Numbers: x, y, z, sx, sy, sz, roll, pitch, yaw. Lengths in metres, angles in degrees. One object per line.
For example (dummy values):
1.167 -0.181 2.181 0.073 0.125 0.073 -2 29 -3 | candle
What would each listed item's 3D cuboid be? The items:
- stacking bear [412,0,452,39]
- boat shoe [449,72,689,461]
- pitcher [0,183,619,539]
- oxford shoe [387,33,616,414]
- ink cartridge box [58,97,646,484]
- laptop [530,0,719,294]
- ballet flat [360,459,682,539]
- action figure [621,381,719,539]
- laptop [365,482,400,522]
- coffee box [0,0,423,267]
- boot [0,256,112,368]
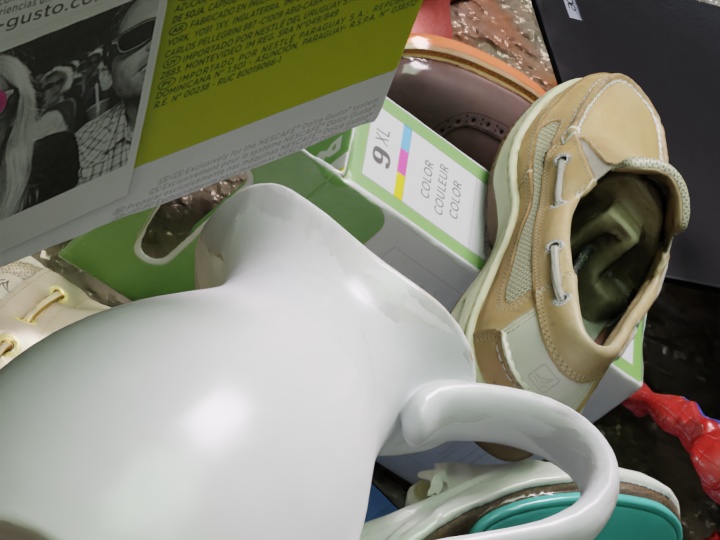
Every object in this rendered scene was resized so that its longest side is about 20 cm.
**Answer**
0.045 -0.206 1.242 0.113 0.200 0.122 33 38 -5 | stacking bear
0.087 -0.014 0.997 0.072 0.076 0.200 39 37 -16 | boat shoe
-0.027 0.068 0.848 0.171 0.122 0.200 23 35 19 | pitcher
0.058 -0.017 1.113 0.200 0.071 0.073 44 32 -39 | oxford shoe
0.000 0.000 1.044 0.200 0.104 0.059 34 38 -23 | ink cartridge box
0.146 -0.017 1.203 0.103 0.200 0.178 -14 51 1 | laptop
0.017 0.098 0.949 0.199 0.070 0.070 -17 61 -30 | ballet flat
0.140 0.039 1.065 0.065 0.099 0.201 31 57 -23 | action figure
0.034 0.137 0.958 0.187 0.199 0.116 -34 108 -50 | laptop
-0.099 -0.144 0.751 0.199 0.198 0.200 -22 59 -34 | coffee box
-0.094 0.074 0.946 0.155 0.073 0.200 21 34 -8 | boot
